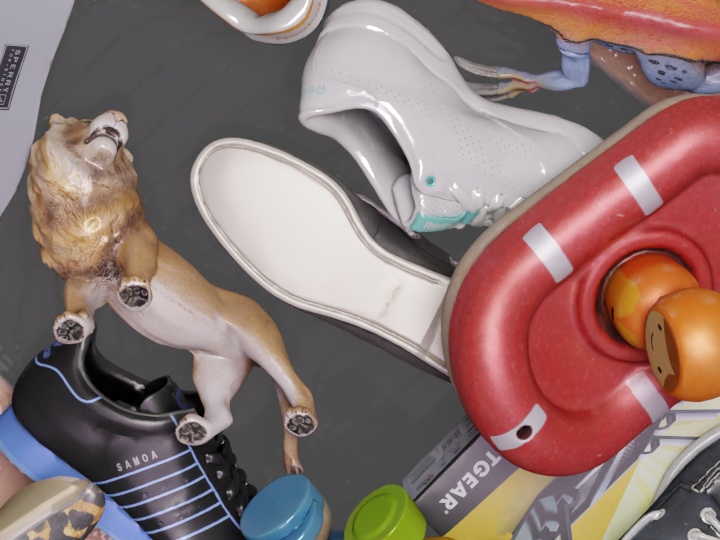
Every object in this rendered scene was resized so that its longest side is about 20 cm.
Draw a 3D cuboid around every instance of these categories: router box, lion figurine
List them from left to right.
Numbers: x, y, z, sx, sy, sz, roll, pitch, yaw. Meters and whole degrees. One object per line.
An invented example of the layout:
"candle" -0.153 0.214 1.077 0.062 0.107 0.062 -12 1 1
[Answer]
"lion figurine" -0.094 0.014 1.072 0.072 0.123 0.200 -33 118 15
"router box" 0.146 0.098 1.120 0.157 0.052 0.200 42 95 -11

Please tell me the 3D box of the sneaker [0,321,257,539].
"sneaker" -0.089 0.108 1.094 0.200 0.070 0.078 36 103 -9

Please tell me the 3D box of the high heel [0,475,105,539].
"high heel" -0.141 0.182 1.070 0.143 0.071 0.200 45 134 -6

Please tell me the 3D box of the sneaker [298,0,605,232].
"sneaker" 0.053 -0.044 1.056 0.200 0.089 0.075 32 140 -11

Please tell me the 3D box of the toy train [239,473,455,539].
"toy train" 0.040 0.145 1.021 0.116 0.200 0.085 49 54 -30

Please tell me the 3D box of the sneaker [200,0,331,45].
"sneaker" -0.083 -0.195 1.036 0.078 0.079 0.200 -41 99 4

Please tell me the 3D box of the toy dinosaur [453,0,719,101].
"toy dinosaur" 0.129 -0.139 1.033 0.181 0.200 0.105 10 84 -37

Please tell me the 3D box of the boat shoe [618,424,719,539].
"boat shoe" 0.161 0.149 1.073 0.076 0.060 0.200 42 95 -11

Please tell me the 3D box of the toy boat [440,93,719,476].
"toy boat" 0.138 0.019 1.002 0.200 0.131 0.131 -38 117 2

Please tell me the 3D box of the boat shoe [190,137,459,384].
"boat shoe" 0.000 0.000 1.095 0.200 0.057 0.067 32 91 -3

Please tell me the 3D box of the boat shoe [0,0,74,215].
"boat shoe" -0.195 -0.089 1.057 0.069 0.057 0.200 6 117 -46
